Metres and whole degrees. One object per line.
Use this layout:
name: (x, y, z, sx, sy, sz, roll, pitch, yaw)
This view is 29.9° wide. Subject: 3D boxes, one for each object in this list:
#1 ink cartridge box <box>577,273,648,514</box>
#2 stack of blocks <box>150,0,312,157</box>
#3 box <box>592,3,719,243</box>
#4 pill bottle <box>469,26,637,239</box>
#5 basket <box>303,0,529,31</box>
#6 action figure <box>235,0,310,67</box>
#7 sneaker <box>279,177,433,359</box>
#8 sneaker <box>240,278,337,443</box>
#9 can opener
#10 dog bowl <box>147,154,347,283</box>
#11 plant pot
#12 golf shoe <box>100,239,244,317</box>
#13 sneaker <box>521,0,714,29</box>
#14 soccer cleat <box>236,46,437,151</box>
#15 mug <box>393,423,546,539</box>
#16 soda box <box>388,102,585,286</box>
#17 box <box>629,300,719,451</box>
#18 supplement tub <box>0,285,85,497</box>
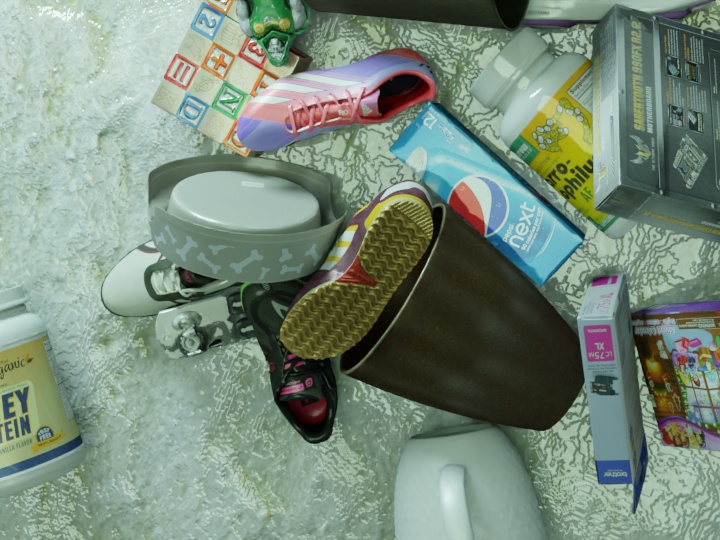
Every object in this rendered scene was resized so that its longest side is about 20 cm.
ink cartridge box: (0.241, 0.116, 1.278, 0.042, 0.119, 0.200, -7, 106, 19)
stack of blocks: (-0.109, -0.227, 1.350, 0.115, 0.059, 0.200, 30, 101, 6)
box: (0.288, -0.129, 1.207, 0.158, 0.048, 0.200, 12, 60, -14)
pill bottle: (0.204, -0.133, 1.272, 0.200, 0.113, 0.113, 43, 102, 3)
basket: (0.045, -0.305, 1.246, 0.200, 0.136, 0.181, 1, 86, 26)
action figure: (-0.093, -0.294, 1.285, 0.118, 0.055, 0.200, -10, 97, 9)
sneaker: (0.000, 0.000, 1.270, 0.075, 0.090, 0.200, 39, 111, -13)
sneaker: (-0.061, 0.087, 1.333, 0.077, 0.084, 0.200, -21, 120, 1)
can opener: (-0.114, 0.043, 1.392, 0.200, 0.067, 0.053, -16, 94, -1)
dog bowl: (-0.113, -0.051, 1.308, 0.200, 0.200, 0.059, 13, 115, 9)
plant pot: (0.113, 0.066, 1.295, 0.200, 0.187, 0.187, 30, 102, -10)
golf shoe: (-0.185, -0.001, 1.378, 0.200, 0.088, 0.077, -19, 94, 14)
sneaker: (0.236, -0.278, 1.268, 0.200, 0.075, 0.100, 1, 95, 11)
soccer cleat: (-0.022, -0.161, 1.302, 0.200, 0.076, 0.067, -21, 124, -9)
mug: (0.101, 0.243, 1.293, 0.148, 0.200, 0.176, -10, 88, 7)
soda box: (0.125, -0.076, 1.317, 0.200, 0.068, 0.064, 42, 102, 4)
box: (0.334, 0.097, 1.238, 0.039, 0.200, 0.137, -18, 93, -24)
supplement tub: (-0.382, 0.128, 1.402, 0.144, 0.144, 0.200, -17, 93, 13)
